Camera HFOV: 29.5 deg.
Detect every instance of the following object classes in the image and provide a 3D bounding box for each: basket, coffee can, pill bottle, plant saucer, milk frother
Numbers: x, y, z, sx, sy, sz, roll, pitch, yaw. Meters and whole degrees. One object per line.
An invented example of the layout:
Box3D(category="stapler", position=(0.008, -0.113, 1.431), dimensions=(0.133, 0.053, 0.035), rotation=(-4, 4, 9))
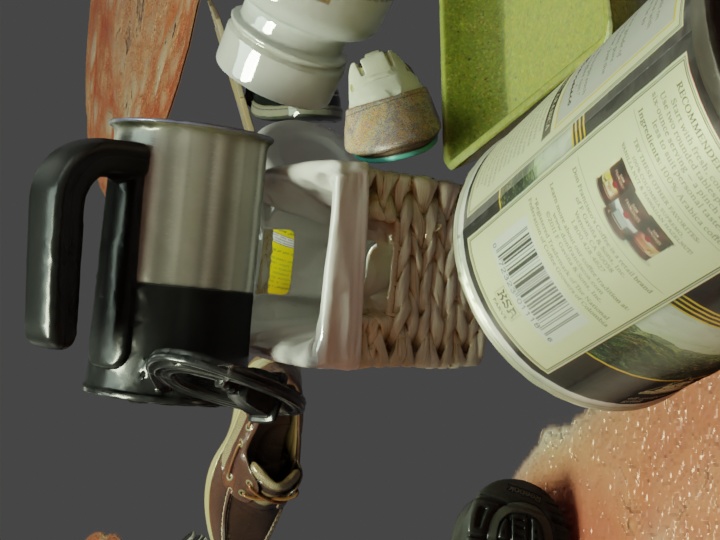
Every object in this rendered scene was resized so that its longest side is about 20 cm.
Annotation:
Box3D(category="basket", position=(0.000, 0.000, 0.953), dimensions=(0.200, 0.123, 0.136), rotation=(-177, 93, -70))
Box3D(category="coffee can", position=(0.145, -0.039, 0.560), dimensions=(0.200, 0.146, 0.147), rotation=(137, 135, -59))
Box3D(category="pill bottle", position=(-0.024, -0.219, 0.940), dimensions=(0.201, 0.114, 0.114), rotation=(-65, 27, 24))
Box3D(category="plant saucer", position=(0.111, -0.182, 0.824), dimensions=(0.200, 0.048, 0.201), rotation=(143, 130, -62))
Box3D(category="milk frother", position=(-0.102, -0.003, 0.901), dimensions=(0.199, 0.180, 0.189), rotation=(5, 89, 26))
Box3D(category="pill bottle", position=(-0.070, -0.022, 1.164), dimensions=(0.105, 0.104, 0.200), rotation=(-105, 30, -43))

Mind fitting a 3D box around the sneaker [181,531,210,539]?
Box3D(category="sneaker", position=(-0.143, 0.297, 1.289), dimensions=(0.081, 0.083, 0.200), rotation=(-52, 4, -5))

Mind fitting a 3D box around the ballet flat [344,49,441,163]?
Box3D(category="ballet flat", position=(0.016, -0.117, 0.943), dimensions=(0.200, 0.068, 0.068), rotation=(-98, -8, -79))

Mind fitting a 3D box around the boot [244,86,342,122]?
Box3D(category="boot", position=(-0.060, -0.214, 1.224), dimensions=(0.204, 0.073, 0.155), rotation=(-138, 52, -69))

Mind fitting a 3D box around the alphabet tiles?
Box3D(category="alphabet tiles", position=(-0.112, -0.153, 1.303), dimensions=(0.167, 0.006, 0.201), rotation=(-118, 11, -66))

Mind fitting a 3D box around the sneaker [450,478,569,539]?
Box3D(category="sneaker", position=(0.078, 0.223, 0.783), dimensions=(0.091, 0.076, 0.201), rotation=(135, 145, -72))

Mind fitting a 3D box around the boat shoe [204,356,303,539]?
Box3D(category="boat shoe", position=(-0.087, 0.175, 1.205), dimensions=(0.072, 0.072, 0.201), rotation=(-136, 59, -63))
